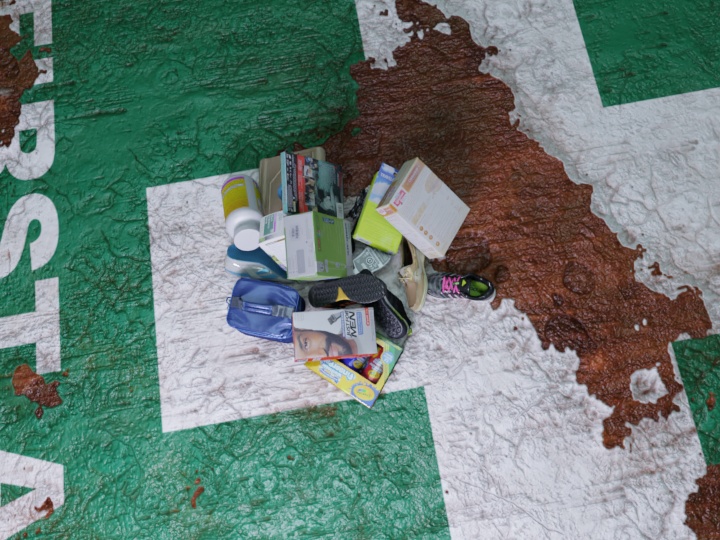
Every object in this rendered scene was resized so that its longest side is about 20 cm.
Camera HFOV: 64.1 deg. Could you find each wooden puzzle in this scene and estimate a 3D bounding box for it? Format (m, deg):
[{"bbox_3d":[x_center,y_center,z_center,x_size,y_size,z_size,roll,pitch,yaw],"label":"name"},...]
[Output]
[{"bbox_3d":[-0.185,-0.229,1.558,0.195,0.037,0.190,-6,75,21],"label":"wooden puzzle"}]

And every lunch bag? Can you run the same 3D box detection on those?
[{"bbox_3d":[-0.243,0.097,1.449,0.195,0.133,0.139,10,76,4],"label":"lunch bag"}]

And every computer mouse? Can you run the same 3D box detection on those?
[{"bbox_3d":[0.000,0.000,1.510,0.198,0.044,0.111,-34,80,-4],"label":"computer mouse"}]

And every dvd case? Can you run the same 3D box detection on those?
[{"bbox_3d":[-0.114,-0.201,1.416,0.022,0.198,0.150,-7,84,42],"label":"dvd case"}]

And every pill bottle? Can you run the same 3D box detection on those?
[{"bbox_3d":[-0.303,-0.149,1.492,0.102,0.105,0.203,-17,50,-2],"label":"pill bottle"}]

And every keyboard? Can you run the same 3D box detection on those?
[{"bbox_3d":[0.029,-0.169,1.516,0.103,0.040,0.203,28,76,-14],"label":"keyboard"}]

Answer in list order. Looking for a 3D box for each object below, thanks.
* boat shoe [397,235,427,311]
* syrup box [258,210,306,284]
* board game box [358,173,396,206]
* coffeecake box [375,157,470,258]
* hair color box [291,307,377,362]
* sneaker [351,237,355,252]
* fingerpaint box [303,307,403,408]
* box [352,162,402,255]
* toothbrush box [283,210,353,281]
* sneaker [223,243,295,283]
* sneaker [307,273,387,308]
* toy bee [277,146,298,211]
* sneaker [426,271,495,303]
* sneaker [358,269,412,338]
[{"bbox_3d":[0.128,0.005,1.480,0.065,0.074,0.205,12,64,-28],"label":"boat shoe"},{"bbox_3d":[-0.169,-0.056,1.436,0.080,0.200,0.080,-16,54,21],"label":"syrup box"},{"bbox_3d":[0.116,-0.181,1.548,0.198,0.046,0.153,-33,77,-6],"label":"board game box"},{"bbox_3d":[0.158,-0.154,1.447,0.199,0.073,0.155,40,71,-18],"label":"coffeecake box"},{"bbox_3d":[-0.063,0.153,1.370,0.195,0.064,0.114,-4,76,-10],"label":"hair color box"},{"bbox_3d":[-0.082,-0.115,1.535,0.082,0.072,0.202,-31,66,6],"label":"sneaker"},{"bbox_3d":[-0.015,0.219,1.439,0.198,0.073,0.169,31,79,10],"label":"fingerpaint box"},{"bbox_3d":[0.068,-0.157,1.479,0.120,0.048,0.204,22,78,-12],"label":"box"},{"bbox_3d":[-0.097,-0.053,1.388,0.084,0.199,0.150,-7,85,25],"label":"toothbrush box"},{"bbox_3d":[-0.259,-0.007,1.507,0.196,0.081,0.078,18,46,-14],"label":"sneaker"},{"bbox_3d":[-0.027,0.052,1.420,0.195,0.090,0.072,-9,84,12],"label":"sneaker"},{"bbox_3d":[-0.148,-0.197,1.467,0.107,0.203,0.131,-4,42,-41],"label":"toy bee"},{"bbox_3d":[0.253,0.038,1.467,0.195,0.088,0.076,9,76,5],"label":"sneaker"},{"bbox_3d":[0.061,0.085,1.466,0.071,0.082,0.202,-36,83,31],"label":"sneaker"}]
